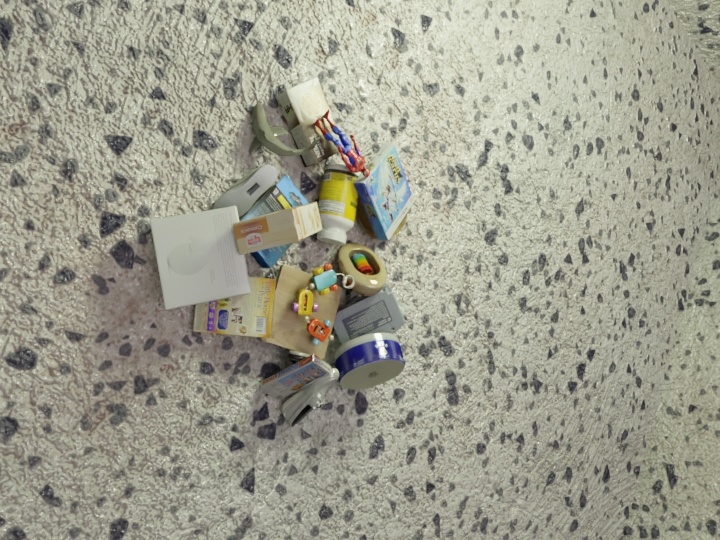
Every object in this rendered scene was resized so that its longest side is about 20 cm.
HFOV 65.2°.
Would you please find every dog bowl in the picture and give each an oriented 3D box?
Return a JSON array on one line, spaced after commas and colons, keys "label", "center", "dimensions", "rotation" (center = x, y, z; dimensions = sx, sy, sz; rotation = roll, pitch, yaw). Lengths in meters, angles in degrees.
[{"label": "dog bowl", "center": [0.025, 0.256, 1.578], "dimensions": [0.194, 0.201, 0.081], "rotation": [4, 55, -33]}]

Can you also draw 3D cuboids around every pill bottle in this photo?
[{"label": "pill bottle", "center": [-0.064, -0.182, 1.570], "dimensions": [0.110, 0.111, 0.208], "rotation": [14, 84, -32]}]

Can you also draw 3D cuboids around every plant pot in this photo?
[{"label": "plant pot", "center": [0.060, -0.195, 1.703], "dimensions": [0.194, 0.027, 0.209], "rotation": [0, 91, -34]}]

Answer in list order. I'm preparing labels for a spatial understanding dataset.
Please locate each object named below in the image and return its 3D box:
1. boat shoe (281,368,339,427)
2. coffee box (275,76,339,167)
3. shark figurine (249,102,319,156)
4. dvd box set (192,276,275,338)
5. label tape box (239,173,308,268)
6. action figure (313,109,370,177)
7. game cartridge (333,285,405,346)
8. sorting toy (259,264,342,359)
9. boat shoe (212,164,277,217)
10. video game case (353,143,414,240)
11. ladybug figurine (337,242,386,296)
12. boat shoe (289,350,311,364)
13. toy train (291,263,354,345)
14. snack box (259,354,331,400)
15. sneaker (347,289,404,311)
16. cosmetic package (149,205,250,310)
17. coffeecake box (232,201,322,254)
[{"label": "boat shoe", "center": [-0.128, 0.342, 1.504], "dimensions": [0.198, 0.069, 0.072], "rotation": [-37, 148, 6]}, {"label": "coffee box", "center": [-0.135, -0.403, 1.538], "dimensions": [0.113, 0.079, 0.206], "rotation": [-31, 107, -29]}, {"label": "shark figurine", "center": [-0.214, -0.337, 1.441], "dimensions": [0.210, 0.090, 0.131], "rotation": [31, 84, 9]}, {"label": "dvd box set", "center": [-0.314, 0.086, 1.413], "dimensions": [0.192, 0.029, 0.152], "rotation": [5, 87, -10]}, {"label": "label tape box", "center": [-0.229, -0.130, 1.490], "dimensions": [0.201, 0.063, 0.145], "rotation": [-49, 114, -22]}, {"label": "action figure", "center": [-0.041, -0.330, 1.499], "dimensions": [0.065, 0.051, 0.201], "rotation": [-44, 100, -30]}, {"label": "game cartridge", "center": [0.022, 0.144, 1.596], "dimensions": [0.195, 0.041, 0.137], "rotation": [-24, 98, 3]}, {"label": "sorting toy", "center": [-0.168, 0.113, 1.531], "dimensions": [0.196, 0.069, 0.206], "rotation": [22, 79, -31]}, {"label": "boat shoe", "center": [-0.297, -0.202, 1.442], "dimensions": [0.200, 0.066, 0.072], "rotation": [-44, 111, -2]}, {"label": "video game case", "center": [0.074, -0.224, 1.620], "dimensions": [0.183, 0.044, 0.203], "rotation": [-55, 134, -34]}, {"label": "ladybug figurine", "center": [0.000, 0.000, 1.591], "dimensions": [0.131, 0.203, 0.074], "rotation": [-1, 131, -24]}, {"label": "boat shoe", "center": [-0.140, 0.264, 1.515], "dimensions": [0.062, 0.072, 0.200], "rotation": [-70, 156, -15]}, {"label": "toy train", "center": [-0.106, 0.084, 1.495], "dimensions": [0.148, 0.055, 0.205], "rotation": [32, 82, -26]}, {"label": "snack box", "center": [-0.171, 0.280, 1.465], "dimensions": [0.072, 0.197, 0.025], "rotation": [41, 33, -32]}, {"label": "sneaker", "center": [0.046, 0.067, 1.667], "dimensions": [0.194, 0.077, 0.146], "rotation": [-7, 95, -33]}, {"label": "cosmetic package", "center": [-0.370, -0.030, 1.325], "dimensions": [0.193, 0.123, 0.207], "rotation": [-10, 92, -11]}, {"label": "coffeecake box", "center": [-0.190, -0.103, 1.332], "dimensions": [0.148, 0.200, 0.076], "rotation": [-12, 99, 13]}]
